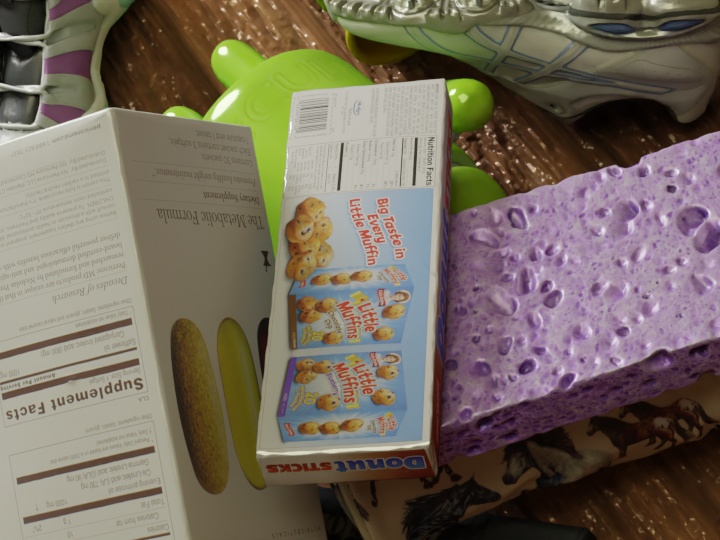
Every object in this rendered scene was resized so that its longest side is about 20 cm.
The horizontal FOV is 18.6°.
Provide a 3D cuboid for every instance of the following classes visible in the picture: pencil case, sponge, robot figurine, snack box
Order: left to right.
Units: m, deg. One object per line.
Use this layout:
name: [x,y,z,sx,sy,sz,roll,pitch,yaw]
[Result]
robot figurine: [-0.007,-0.027,1.055,0.200,0.116,0.176,40,91,30]
snack box: [0.000,0.000,0.930,0.071,0.024,0.201,-3,50,9]
pencil case: [0.081,0.063,0.973,0.199,0.090,0.078,-19,38,-3]
sponge: [0.091,0.010,0.935,0.199,0.030,0.112,-17,48,-3]

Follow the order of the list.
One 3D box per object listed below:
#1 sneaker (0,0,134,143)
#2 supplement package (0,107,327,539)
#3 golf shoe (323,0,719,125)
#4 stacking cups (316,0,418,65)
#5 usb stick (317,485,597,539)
sneaker: [-0.185,-0.141,1.174,0.077,0.140,0.201,0,63,22]
supplement package: [-0.099,0.045,0.932,0.109,0.114,0.201,-15,83,28]
golf shoe: [0.079,-0.108,1.073,0.199,0.098,0.078,6,41,19]
stacking cups: [-0.023,-0.198,1.188,0.060,0.061,0.200,-33,56,3]
usb stick: [0.015,0.131,1.014,0.199,0.033,0.056,6,64,26]
